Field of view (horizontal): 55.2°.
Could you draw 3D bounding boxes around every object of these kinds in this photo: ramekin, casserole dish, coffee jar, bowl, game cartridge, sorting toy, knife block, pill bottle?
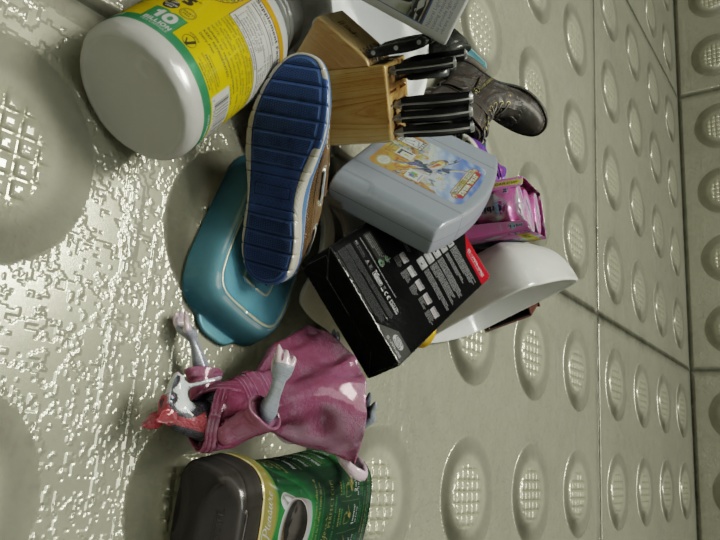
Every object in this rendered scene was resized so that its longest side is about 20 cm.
[{"bbox_3d":[-0.011,-0.265,0.782,0.199,0.096,0.205,10,78,-53],"label":"ramekin"},{"bbox_3d":[-0.099,-0.023,0.675,0.121,0.038,0.203,46,51,-40],"label":"casserole dish"},{"bbox_3d":[-0.078,0.218,0.627,0.198,0.084,0.107,17,83,-52],"label":"coffee jar"},{"bbox_3d":[0.177,0.024,0.936,0.198,0.198,0.076,0,64,-53],"label":"bowl"},{"bbox_3d":[0.067,-0.094,0.708,0.200,0.131,0.042,-48,157,-51],"label":"game cartridge"},{"bbox_3d":[0.000,0.000,0.754,0.179,0.105,0.204,25,65,-48],"label":"sorting toy"},{"bbox_3d":[0.009,-0.151,0.662,0.175,0.200,0.064,42,32,1],"label":"knife block"},{"bbox_3d":[-0.131,-0.190,0.591,0.201,0.111,0.114,-53,126,-43],"label":"pill bottle"}]

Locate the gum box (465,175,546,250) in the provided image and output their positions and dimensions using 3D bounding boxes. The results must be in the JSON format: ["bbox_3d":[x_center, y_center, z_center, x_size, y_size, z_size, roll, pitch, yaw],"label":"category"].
[{"bbox_3d":[0.170,-0.070,0.891,0.199,0.111,0.068,3,80,-69],"label":"gum box"}]

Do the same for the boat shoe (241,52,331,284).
[{"bbox_3d":[-0.064,-0.092,0.629,0.072,0.071,0.204,-29,135,-72],"label":"boat shoe"}]

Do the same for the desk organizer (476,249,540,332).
[{"bbox_3d":[0.211,-0.008,1.076,0.077,0.071,0.203,-45,121,-44],"label":"desk organizer"}]

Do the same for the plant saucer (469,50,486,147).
[{"bbox_3d":[0.182,-0.255,1.116,0.069,0.019,0.205,18,72,-52],"label":"plant saucer"}]

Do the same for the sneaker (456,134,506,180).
[{"bbox_3d":[0.163,-0.142,0.955,0.200,0.081,0.083,17,71,-83],"label":"sneaker"}]

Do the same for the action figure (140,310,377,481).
[{"bbox_3d":[-0.092,0.115,0.594,0.197,0.133,0.152,-10,111,-36],"label":"action figure"}]

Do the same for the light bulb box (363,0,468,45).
[{"bbox_3d":[0.031,-0.335,0.623,0.197,0.126,0.200,27,39,-4],"label":"light bulb box"}]

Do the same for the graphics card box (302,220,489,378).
[{"bbox_3d":[0.044,0.002,0.693,0.199,0.050,0.127,-36,96,-48],"label":"graphics card box"}]

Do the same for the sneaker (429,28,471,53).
[{"bbox_3d":[0.088,-0.305,0.904,0.090,0.073,0.200,62,3,-15],"label":"sneaker"}]

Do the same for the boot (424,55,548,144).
[{"bbox_3d":[0.182,-0.227,1.008,0.198,0.070,0.175,30,39,-4],"label":"boot"}]
